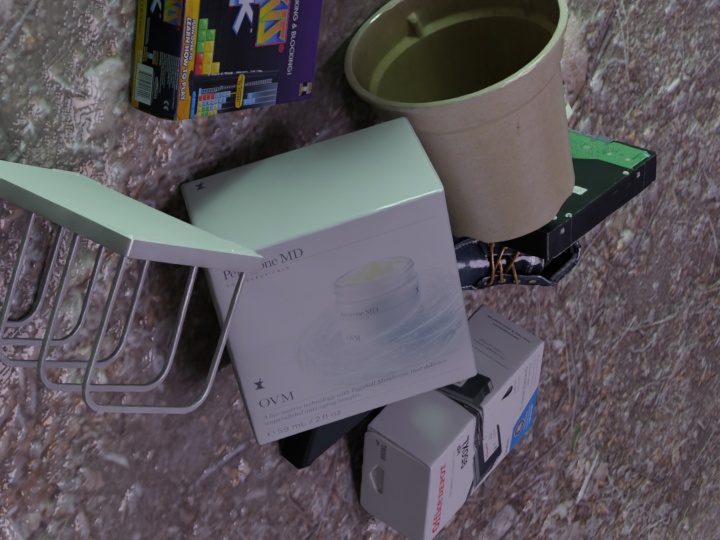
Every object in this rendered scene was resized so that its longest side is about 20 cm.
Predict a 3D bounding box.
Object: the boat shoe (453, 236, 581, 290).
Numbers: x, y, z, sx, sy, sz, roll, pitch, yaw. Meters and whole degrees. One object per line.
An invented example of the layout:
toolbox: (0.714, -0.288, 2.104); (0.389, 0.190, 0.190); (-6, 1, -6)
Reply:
boat shoe: (0.138, -0.014, 1.789); (0.199, 0.090, 0.072); (-22, 124, -47)

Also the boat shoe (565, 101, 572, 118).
boat shoe: (0.121, -0.136, 1.730); (0.199, 0.074, 0.067); (-32, 105, -23)

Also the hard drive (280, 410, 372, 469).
hard drive: (0.010, 0.087, 1.677); (0.200, 0.033, 0.140); (-38, 156, -38)

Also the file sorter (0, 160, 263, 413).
file sorter: (-0.198, 0.010, 1.252); (0.138, 0.199, 0.126); (7, 103, -54)

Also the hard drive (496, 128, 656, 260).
hard drive: (0.188, -0.082, 1.782); (0.200, 0.139, 0.038); (-35, 133, -40)

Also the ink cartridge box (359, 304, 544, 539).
ink cartridge box: (0.093, 0.157, 1.793); (0.200, 0.084, 0.145); (-44, 152, -32)

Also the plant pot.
plant pot: (0.106, -0.134, 1.578); (0.201, 0.199, 0.184); (-47, 134, -29)

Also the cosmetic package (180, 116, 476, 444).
cosmetic package: (-0.024, 0.009, 1.477); (0.197, 0.123, 0.201); (-18, 126, -5)

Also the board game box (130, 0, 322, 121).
board game box: (-0.098, -0.227, 1.396); (0.165, 0.056, 0.202); (-16, 119, -48)
